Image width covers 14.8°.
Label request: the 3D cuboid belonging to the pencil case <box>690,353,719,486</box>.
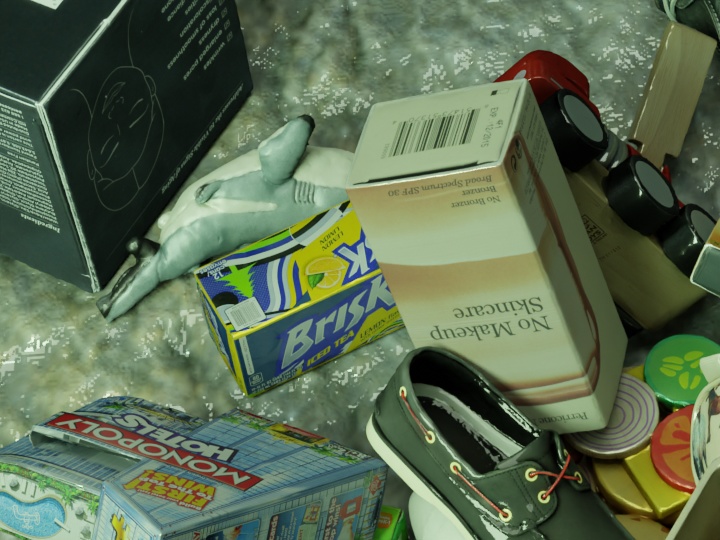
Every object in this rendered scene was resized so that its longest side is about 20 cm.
[{"bbox_3d":[0.291,0.090,1.598,0.200,0.078,0.090,-1,87,-21],"label":"pencil case"}]

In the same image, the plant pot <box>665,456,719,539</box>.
[{"bbox_3d":[0.234,0.253,1.459,0.200,0.177,0.200,23,59,22],"label":"plant pot"}]

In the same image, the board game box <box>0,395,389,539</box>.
[{"bbox_3d":[-0.116,0.128,1.552,0.200,0.062,0.200,18,18,19],"label":"board game box"}]

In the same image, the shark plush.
[{"bbox_3d":[-0.078,-0.026,1.780,0.200,0.091,0.083,-29,85,-19],"label":"shark plush"}]

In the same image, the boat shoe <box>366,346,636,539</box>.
[{"bbox_3d":[0.090,0.123,1.569,0.201,0.063,0.074,41,42,19],"label":"boat shoe"}]

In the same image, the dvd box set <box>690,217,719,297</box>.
[{"bbox_3d":[0.284,-0.007,1.655,0.146,0.029,0.200,25,25,7],"label":"dvd box set"}]

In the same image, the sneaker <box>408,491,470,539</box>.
[{"bbox_3d":[0.050,0.207,1.582,0.085,0.073,0.200,-17,55,-8],"label":"sneaker"}]

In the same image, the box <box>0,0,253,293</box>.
[{"bbox_3d":[-0.179,-0.131,1.786,0.124,0.197,0.200,22,60,23],"label":"box"}]

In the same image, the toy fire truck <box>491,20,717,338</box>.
[{"bbox_3d":[0.153,-0.083,1.731,0.129,0.176,0.200,-39,25,25],"label":"toy fire truck"}]

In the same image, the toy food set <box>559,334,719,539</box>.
[{"bbox_3d":[0.167,0.133,1.638,0.200,0.049,0.198,-26,55,-11],"label":"toy food set"}]

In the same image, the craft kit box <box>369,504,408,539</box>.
[{"bbox_3d":[-0.094,0.211,1.619,0.200,0.049,0.198,11,58,15],"label":"craft kit box"}]

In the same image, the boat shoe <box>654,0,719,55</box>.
[{"bbox_3d":[0.233,-0.186,1.862,0.071,0.072,0.200,-16,42,6],"label":"boat shoe"}]

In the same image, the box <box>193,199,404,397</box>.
[{"bbox_3d":[0.000,0.000,1.744,0.200,0.070,0.064,-24,53,-11],"label":"box"}]

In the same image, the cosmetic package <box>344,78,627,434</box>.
[{"bbox_3d":[0.076,-0.002,1.611,0.103,0.200,0.087,-10,36,23],"label":"cosmetic package"}]
